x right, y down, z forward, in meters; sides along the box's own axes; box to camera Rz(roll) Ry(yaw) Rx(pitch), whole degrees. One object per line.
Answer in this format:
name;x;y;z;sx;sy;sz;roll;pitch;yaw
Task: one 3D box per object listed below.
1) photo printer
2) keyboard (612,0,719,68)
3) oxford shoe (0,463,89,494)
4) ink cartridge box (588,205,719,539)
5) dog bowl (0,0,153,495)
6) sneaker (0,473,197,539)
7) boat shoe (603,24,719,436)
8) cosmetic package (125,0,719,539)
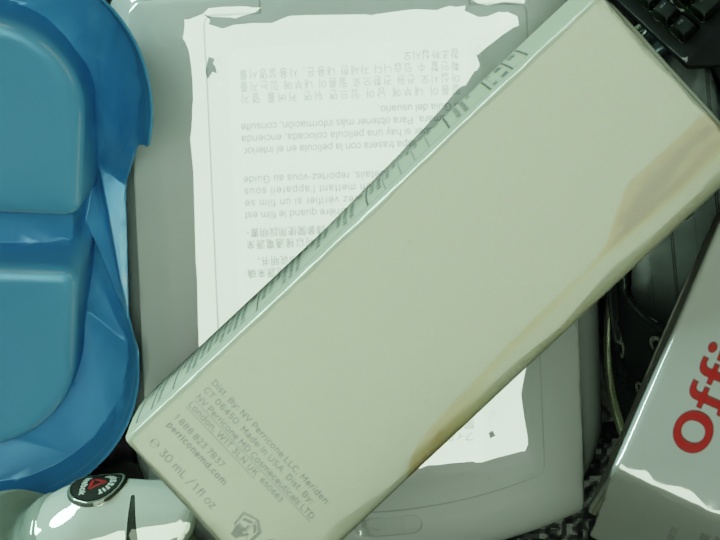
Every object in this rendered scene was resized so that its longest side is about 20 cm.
photo printer;0.000;0.000;1.005;0.166;0.069;0.201;-3;94;2
keyboard;0.138;-0.174;0.990;0.127;0.021;0.200;42;79;13
oxford shoe;-0.161;0.143;0.985;0.072;0.200;0.071;15;139;16
ink cartridge box;0.190;0.050;0.904;0.200;0.083;0.147;23;73;7
dog bowl;-0.127;-0.018;0.969;0.111;0.050;0.201;2;114;-6
sneaker;-0.053;0.156;0.978;0.088;0.074;0.200;-13;118;16
boat shoe;0.122;0.009;1.002;0.074;0.066;0.200;-2;93;3
cosmetic package;0.023;0.005;0.918;0.200;0.105;0.071;-43;94;5
